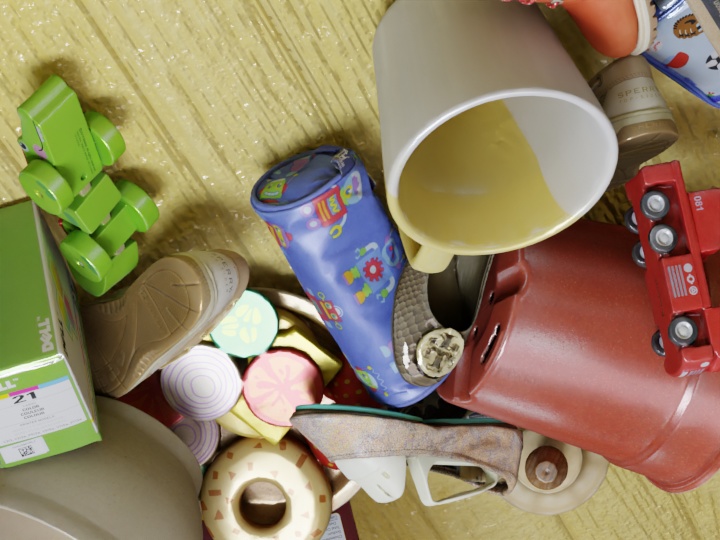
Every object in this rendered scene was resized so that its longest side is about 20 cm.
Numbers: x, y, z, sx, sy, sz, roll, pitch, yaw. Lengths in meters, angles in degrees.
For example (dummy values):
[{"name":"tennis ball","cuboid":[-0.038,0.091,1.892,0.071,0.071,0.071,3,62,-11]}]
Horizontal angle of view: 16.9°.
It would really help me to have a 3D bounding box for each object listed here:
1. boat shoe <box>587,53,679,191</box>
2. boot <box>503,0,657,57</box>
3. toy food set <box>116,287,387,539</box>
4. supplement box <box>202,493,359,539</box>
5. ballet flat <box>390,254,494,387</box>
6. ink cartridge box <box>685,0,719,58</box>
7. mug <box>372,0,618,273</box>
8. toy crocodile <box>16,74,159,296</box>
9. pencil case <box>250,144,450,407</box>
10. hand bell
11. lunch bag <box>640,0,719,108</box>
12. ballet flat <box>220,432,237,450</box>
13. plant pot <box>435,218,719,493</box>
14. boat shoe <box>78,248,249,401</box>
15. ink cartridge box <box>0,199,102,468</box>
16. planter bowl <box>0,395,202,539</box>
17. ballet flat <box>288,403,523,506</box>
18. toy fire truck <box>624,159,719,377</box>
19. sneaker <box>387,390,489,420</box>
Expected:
[{"name":"boat shoe","cuboid":[0.155,-0.093,1.661,0.072,0.065,0.200,-10,169,-19]},{"name":"boot","cuboid":[0.109,-0.193,1.521,0.107,0.075,0.200,-43,123,-9]},{"name":"toy food set","cuboid":[-0.080,0.107,1.794,0.198,0.049,0.200,37,108,-7]},{"name":"supplement box","cuboid":[-0.052,0.282,1.911,0.132,0.200,0.197,-14,162,-3]},{"name":"ballet flat","cuboid":[0.072,-0.015,1.680,0.067,0.046,0.200,23,83,-43]},{"name":"ink cartridge box","cuboid":[0.190,-0.241,1.432,0.075,0.200,0.165,-29,138,14]},{"name":"mug","cuboid":[0.061,-0.105,1.581,0.186,0.153,0.149,-35,137,22]},{"name":"toy crocodile","cuboid":[-0.190,-0.055,1.632,0.068,0.062,0.200,-50,147,-21]},{"name":"pencil case","cuboid":[0.000,0.000,1.704,0.087,0.078,0.200,-43,122,-22]},{"name":"hand bell","cuboid":[0.144,0.146,1.858,0.104,0.104,0.200,-19,179,3]},{"name":"lunch bag","cuboid":[0.278,-0.199,1.611,0.200,0.076,0.160,-36,138,24]},{"name":"ballet flat","cuboid":[-0.091,0.106,1.850,0.200,0.069,0.071,-29,121,14]},{"name":"plant pot","cuboid":[0.166,0.045,1.774,0.195,0.201,0.201,14,132,-21]},{"name":"boat shoe","cuboid":[-0.147,0.039,1.728,0.069,0.074,0.200,-19,173,-43]},{"name":"ink cartridge box","cuboid":[-0.241,0.013,1.619,0.076,0.148,0.200,-15,140,-1]},{"name":"planter bowl","cuboid":[-0.194,0.175,1.731,0.200,0.135,0.200,20,146,14]},{"name":"ballet flat","cuboid":[0.038,0.135,1.755,0.200,0.067,0.068,7,168,-31]},{"name":"toy fire truck","cuboid":[0.260,-0.032,1.696,0.141,0.200,0.049,-9,168,-11]},{"name":"sneaker","cuboid":[0.084,0.086,1.882,0.200,0.077,0.085,-11,170,-26]}]
